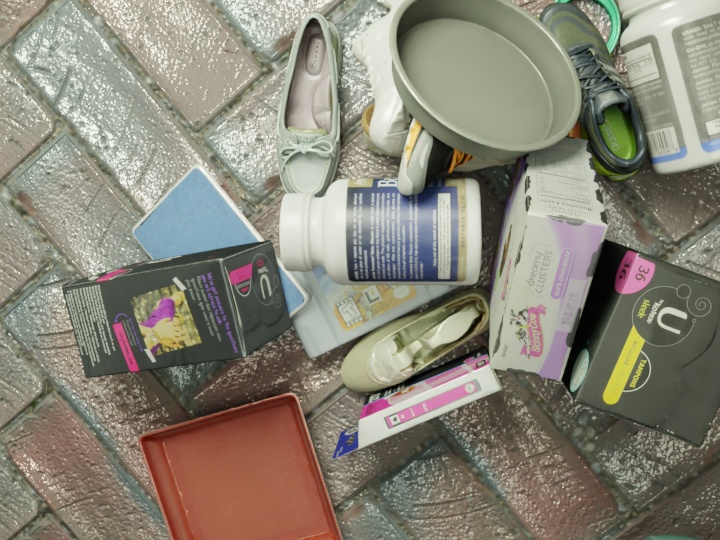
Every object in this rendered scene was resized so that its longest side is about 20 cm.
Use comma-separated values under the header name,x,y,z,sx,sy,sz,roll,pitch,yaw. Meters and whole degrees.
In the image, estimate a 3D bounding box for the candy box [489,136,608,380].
name,x,y,z,sx,sy,sz,roll,pitch,yaw
candy box,0.177,-0.021,0.784,0.071,0.200,0.168,11,122,4

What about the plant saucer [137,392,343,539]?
name,x,y,z,sx,sy,sz,roll,pitch,yaw
plant saucer,-0.138,0.258,0.949,0.200,0.037,0.200,-16,95,6

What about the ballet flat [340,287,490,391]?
name,x,y,z,sx,sy,sz,roll,pitch,yaw
ballet flat,0.063,0.081,0.896,0.200,0.069,0.069,-32,93,7

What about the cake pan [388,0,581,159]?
name,x,y,z,sx,sy,sz,roll,pitch,yaw
cake pan,0.116,-0.188,0.769,0.200,0.037,0.200,9,60,-17

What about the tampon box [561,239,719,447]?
name,x,y,z,sx,sy,sz,roll,pitch,yaw
tampon box,0.282,0.061,0.809,0.126,0.200,0.150,20,98,2

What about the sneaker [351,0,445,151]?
name,x,y,z,sx,sy,sz,roll,pitch,yaw
sneaker,0.034,-0.209,0.842,0.099,0.078,0.200,10,62,18

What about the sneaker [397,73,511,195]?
name,x,y,z,sx,sy,sz,roll,pitch,yaw
sneaker,0.103,-0.142,0.800,0.077,0.078,0.200,32,60,11

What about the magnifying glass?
name,x,y,z,sx,sy,sz,roll,pitch,yaw
magnifying glass,0.237,-0.207,0.871,0.080,0.022,0.200,3,98,4

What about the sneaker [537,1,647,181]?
name,x,y,z,sx,sy,sz,roll,pitch,yaw
sneaker,0.245,-0.187,0.823,0.074,0.081,0.200,-30,94,5

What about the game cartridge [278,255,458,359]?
name,x,y,z,sx,sy,sz,roll,pitch,yaw
game cartridge,0.000,0.000,0.908,0.200,0.042,0.133,-27,98,7

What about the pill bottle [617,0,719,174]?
name,x,y,z,sx,sy,sz,roll,pitch,yaw
pill bottle,0.333,-0.208,0.816,0.114,0.114,0.200,-16,96,6

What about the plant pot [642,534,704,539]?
name,x,y,z,sx,sy,sz,roll,pitch,yaw
plant pot,0.356,0.379,0.852,0.161,0.201,0.201,28,98,14

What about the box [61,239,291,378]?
name,x,y,z,sx,sy,sz,roll,pitch,yaw
box,-0.195,0.040,0.861,0.200,0.122,0.106,-9,98,20

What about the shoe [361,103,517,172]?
name,x,y,z,sx,sy,sz,roll,pitch,yaw
shoe,0.100,-0.146,0.878,0.200,0.053,0.070,6,57,1

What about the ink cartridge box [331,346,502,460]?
name,x,y,z,sx,sy,sz,roll,pitch,yaw
ink cartridge box,0.057,0.146,0.890,0.200,0.095,0.037,-26,94,7

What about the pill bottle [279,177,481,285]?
name,x,y,z,sx,sy,sz,roll,pitch,yaw
pill bottle,0.022,-0.040,0.828,0.200,0.111,0.111,0,97,4

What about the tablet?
name,x,y,z,sx,sy,sz,roll,pitch,yaw
tablet,-0.161,-0.008,0.912,0.130,0.014,0.200,-40,89,23

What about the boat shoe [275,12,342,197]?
name,x,y,z,sx,sy,sz,roll,pitch,yaw
boat shoe,-0.056,-0.175,0.875,0.074,0.065,0.202,9,98,4
